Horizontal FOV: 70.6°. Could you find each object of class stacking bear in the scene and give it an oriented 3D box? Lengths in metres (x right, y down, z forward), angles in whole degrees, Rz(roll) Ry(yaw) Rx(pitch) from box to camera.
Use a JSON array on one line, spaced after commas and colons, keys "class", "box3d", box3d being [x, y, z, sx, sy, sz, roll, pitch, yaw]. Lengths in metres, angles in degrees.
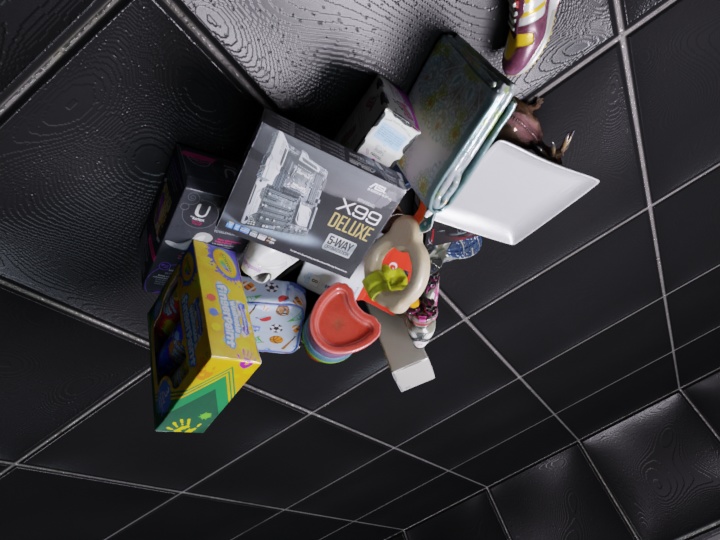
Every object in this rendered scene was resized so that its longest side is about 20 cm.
[{"class": "stacking bear", "box3d": [-0.057, 0.122, 0.955, 0.114, 0.122, 0.200, -37, 173, -23]}]

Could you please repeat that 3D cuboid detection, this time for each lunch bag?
[{"class": "lunch bag", "box3d": [-0.204, 0.086, 0.943, 0.198, 0.076, 0.161, 8, 133, -11]}]

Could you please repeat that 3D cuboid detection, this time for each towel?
[{"class": "towel", "box3d": [0.119, -0.208, 0.718, 0.048, 0.172, 0.200, 6, 132, -33]}]

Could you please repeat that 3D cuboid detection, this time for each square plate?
[{"class": "square plate", "box3d": [0.234, -0.121, 0.814, 0.199, 0.029, 0.198, 14, 147, -23]}]

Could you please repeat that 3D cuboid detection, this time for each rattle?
[{"class": "rattle", "box3d": [0.100, -0.028, 0.841, 0.142, 0.130, 0.201, 15, 102, -32]}]

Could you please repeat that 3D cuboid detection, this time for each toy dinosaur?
[{"class": "toy dinosaur", "box3d": [0.255, -0.220, 0.794, 0.199, 0.136, 0.086, 13, 129, -34]}]

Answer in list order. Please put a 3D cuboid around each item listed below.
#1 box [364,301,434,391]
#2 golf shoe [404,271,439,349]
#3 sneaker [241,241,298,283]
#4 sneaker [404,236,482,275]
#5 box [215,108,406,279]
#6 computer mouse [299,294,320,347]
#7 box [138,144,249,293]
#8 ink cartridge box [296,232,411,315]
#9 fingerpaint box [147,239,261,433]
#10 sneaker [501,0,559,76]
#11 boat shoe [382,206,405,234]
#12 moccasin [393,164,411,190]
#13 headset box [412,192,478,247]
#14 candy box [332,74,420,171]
[{"class": "box", "box3d": [0.078, 0.137, 1.060, 0.077, 0.201, 0.095, -23, 141, 1]}, {"class": "golf shoe", "box3d": [0.117, 0.066, 1.011, 0.072, 0.200, 0.093, 6, 125, 7]}, {"class": "sneaker", "box3d": [-0.138, -0.033, 0.813, 0.100, 0.075, 0.200, -55, 174, 7]}, {"class": "sneaker", "box3d": [0.151, -0.045, 0.999, 0.199, 0.078, 0.085, -22, -174, -27]}, {"class": "box", "box3d": [-0.064, -0.091, 0.662, 0.199, 0.050, 0.158, 22, 122, -21]}, {"class": "computer mouse", "box3d": [-0.109, 0.094, 1.049, 0.199, 0.053, 0.138, -26, 139, 20]}, {"class": "box", "box3d": [-0.242, -0.065, 0.761, 0.122, 0.106, 0.200, 11, 130, -36]}, {"class": "ink cartridge box", "box3d": [0.000, 0.000, 0.919, 0.199, 0.047, 0.161, 26, 127, -2]}, {"class": "fingerpaint box", "box3d": [-0.225, 0.089, 0.699, 0.073, 0.201, 0.167, 17, 127, -39]}, {"class": "sneaker", "box3d": [0.218, -0.364, 0.675, 0.089, 0.075, 0.201, 5, 127, -18]}, {"class": "boat shoe", "box3d": [0.032, -0.028, 0.959, 0.070, 0.071, 0.201, -2, 138, -29]}, {"class": "moccasin", "box3d": [0.016, -0.094, 0.814, 0.200, 0.068, 0.080, -50, -179, -2]}, {"class": "headset box", "box3d": [0.199, -0.135, 0.910, 0.198, 0.078, 0.149, -11, 139, -11]}, {"class": "candy box", "box3d": [-0.005, -0.162, 0.732, 0.061, 0.137, 0.200, 27, 122, -22]}]
